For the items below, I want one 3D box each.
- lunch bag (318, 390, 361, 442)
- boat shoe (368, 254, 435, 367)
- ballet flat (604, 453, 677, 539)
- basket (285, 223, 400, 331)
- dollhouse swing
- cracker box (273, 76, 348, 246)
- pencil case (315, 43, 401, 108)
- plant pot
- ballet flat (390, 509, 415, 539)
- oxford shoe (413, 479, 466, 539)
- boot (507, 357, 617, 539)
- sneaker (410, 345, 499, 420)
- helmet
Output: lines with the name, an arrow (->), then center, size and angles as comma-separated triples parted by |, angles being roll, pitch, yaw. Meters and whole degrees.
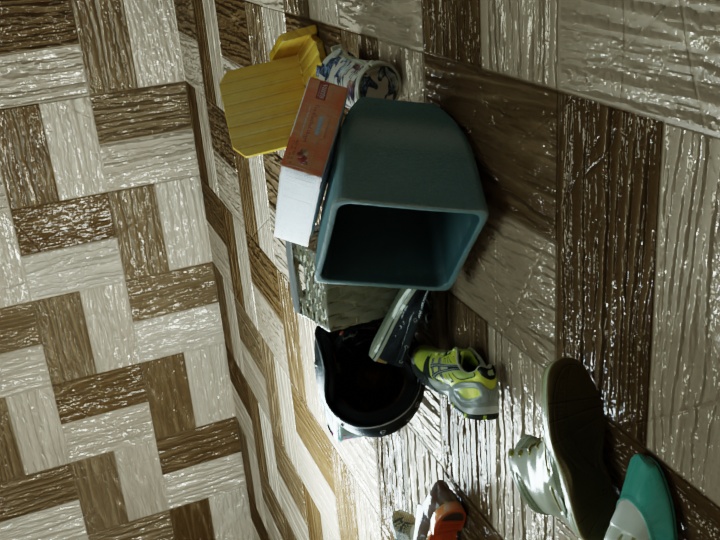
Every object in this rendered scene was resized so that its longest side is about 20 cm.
lunch bag -> -0.042, 0.245, 1.828 | 0.161, 0.076, 0.203 | -122, 27, -46
boat shoe -> 0.080, 0.055, 1.295 | 0.202, 0.061, 0.075 | -63, 3, 16
ballet flat -> 0.283, 0.291, 0.887 | 0.067, 0.069, 0.204 | 180, 78, -72
basket -> 0.000, 0.000, 1.356 | 0.123, 0.197, 0.138 | 35, 135, 57
dollhouse swing -> -0.158, -0.324, 1.652 | 0.181, 0.173, 0.204 | 159, 99, -72
cracker box -> -0.068, -0.138, 1.163 | 0.201, 0.057, 0.136 | 111, 175, -65
pencil case -> -0.004, -0.293, 1.361 | 0.200, 0.077, 0.091 | 40, 154, 62
plant pot -> 0.043, -0.113, 1.171 | 0.197, 0.192, 0.203 | 109, 162, -58
ballet flat -> 0.122, 0.509, 1.552 | 0.075, 0.067, 0.203 | -40, 68, 46
oxford shoe -> 0.122, 0.430, 1.472 | 0.073, 0.070, 0.202 | -114, 33, -44
boot -> 0.221, 0.198, 1.021 | 0.154, 0.071, 0.204 | 174, 84, -74
sneaker -> 0.139, 0.139, 1.248 | 0.199, 0.074, 0.078 | 31, 116, 58
helmet -> 0.017, 0.165, 1.428 | 0.200, 0.197, 0.194 | 30, 140, 66
